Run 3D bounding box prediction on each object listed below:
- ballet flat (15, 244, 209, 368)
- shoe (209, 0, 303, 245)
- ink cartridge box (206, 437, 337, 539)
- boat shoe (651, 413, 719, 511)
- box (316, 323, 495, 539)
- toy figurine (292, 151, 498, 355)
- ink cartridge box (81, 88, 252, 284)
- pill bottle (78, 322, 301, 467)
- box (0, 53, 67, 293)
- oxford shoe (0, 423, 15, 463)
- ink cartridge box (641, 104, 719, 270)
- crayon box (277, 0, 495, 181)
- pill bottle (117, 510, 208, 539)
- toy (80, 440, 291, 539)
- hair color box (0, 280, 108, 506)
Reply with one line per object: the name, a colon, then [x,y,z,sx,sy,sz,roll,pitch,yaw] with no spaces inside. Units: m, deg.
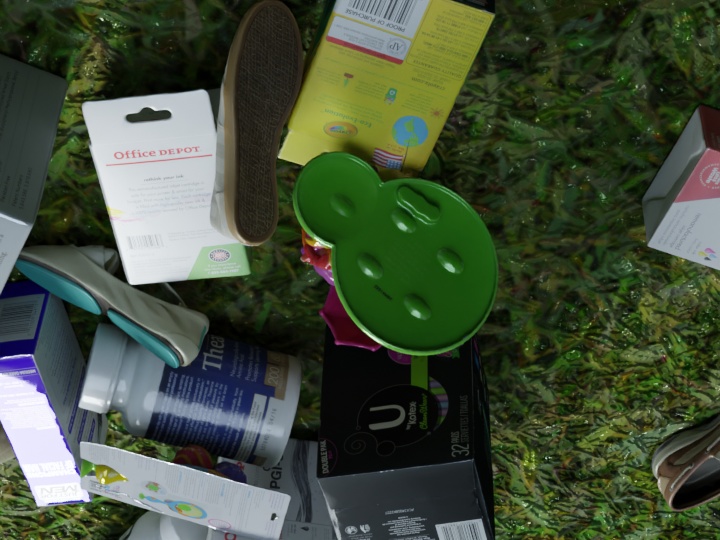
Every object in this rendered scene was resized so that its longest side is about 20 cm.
ballet flat: [-0.225,0.018,1.510,0.199,0.070,0.070,31,130,9]
shoe: [-0.094,-0.123,1.351,0.069,0.053,0.203,6,93,-35]
ink cartridge box: [-0.053,0.253,1.648,0.197,0.148,0.083,8,143,-5]
boat shoe: [0.379,0.178,1.621,0.075,0.072,0.200,35,124,-25]
box: [0.045,0.150,1.527,0.147,0.201,0.125,-8,131,9]
toy figurine: [0.000,0.000,1.438,0.199,0.151,0.184,39,158,-7]
ink cartridge box: [-0.165,-0.087,1.421,0.116,0.068,0.202,-5,131,5]
pill bottle: [-0.163,0.113,1.564,0.198,0.112,0.112,15,130,-10]
box: [-0.349,-0.056,1.370,0.129,0.201,0.200,21,129,-17]
oxford shoe: [-0.436,0.204,1.683,0.198,0.071,0.075,-23,132,22]
ink cartridge box: [0.361,-0.053,1.428,0.198,0.068,0.117,16,129,-11]
crayon box: [0.018,-0.165,1.359,0.126,0.051,0.201,17,128,-11]
pill bottle: [-0.214,0.323,1.742,0.115,0.117,0.200,30,126,-21]
toy: [-0.164,0.194,1.540,0.197,0.048,0.116,12,149,-3]
hair color box: [-0.304,0.119,1.577,0.064,0.110,0.202,-7,129,9]
